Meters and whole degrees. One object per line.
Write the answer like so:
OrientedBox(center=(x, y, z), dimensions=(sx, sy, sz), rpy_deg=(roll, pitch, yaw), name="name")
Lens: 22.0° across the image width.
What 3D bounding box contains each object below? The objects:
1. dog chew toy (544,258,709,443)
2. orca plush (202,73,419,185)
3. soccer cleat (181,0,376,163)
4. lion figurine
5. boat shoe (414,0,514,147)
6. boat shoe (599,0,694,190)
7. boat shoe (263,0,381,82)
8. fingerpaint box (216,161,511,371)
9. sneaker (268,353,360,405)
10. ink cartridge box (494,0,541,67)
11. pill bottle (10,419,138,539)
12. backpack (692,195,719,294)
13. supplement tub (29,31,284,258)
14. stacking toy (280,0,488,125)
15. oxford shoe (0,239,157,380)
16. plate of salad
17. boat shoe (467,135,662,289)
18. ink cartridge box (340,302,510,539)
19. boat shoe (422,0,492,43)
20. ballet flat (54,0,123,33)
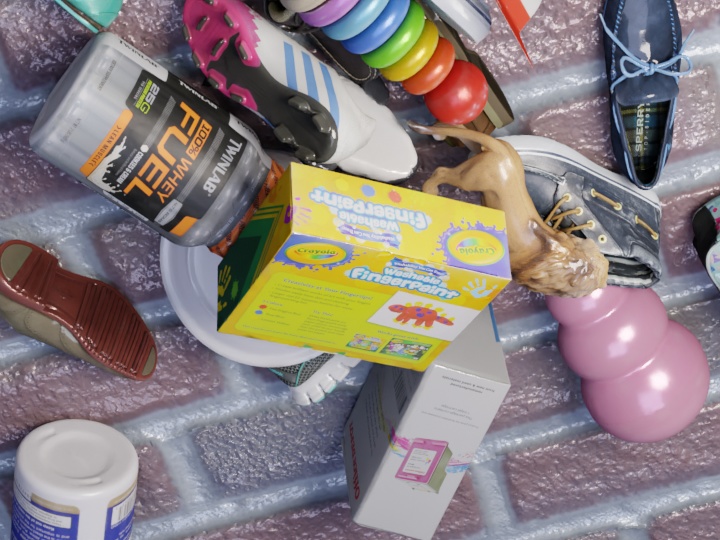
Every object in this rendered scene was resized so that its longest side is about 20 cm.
OrientedBox(center=(0.242, 0.065, 1.736), dimensions=(0.124, 0.125, 0.200), rpy_deg=(-30, 112, 16), name="dog chew toy")
OrientedBox(center=(-0.044, -0.129, 1.619), dimensions=(0.199, 0.106, 0.071), rpy_deg=(19, 160, -4), name="orca plush")
OrientedBox(center=(-0.069, -0.164, 1.560), dimensions=(0.200, 0.086, 0.070), rpy_deg=(47, 125, 18), name="soccer cleat")
OrientedBox(center=(0.126, -0.054, 1.582), dimensions=(0.122, 0.073, 0.200), rpy_deg=(2, 138, 47), name="lion figurine")
OrientedBox(center=(0.057, -0.183, 1.586), dimensions=(0.068, 0.072, 0.200), rpy_deg=(-29, 120, 14), name="boat shoe")
OrientedBox(center=(0.255, -0.163, 1.612), dimensions=(0.084, 0.069, 0.201), rpy_deg=(-11, 123, 4), name="boat shoe")
OrientedBox(center=(-0.052, -0.228, 1.543), dimensions=(0.073, 0.065, 0.200), rpy_deg=(-11, 125, 52), name="boat shoe")
OrientedBox(center=(0.000, 0.000, 1.557), dimensions=(0.199, 0.074, 0.167), rpy_deg=(11, 145, -22), name="fingerpaint box")
OrientedBox(center=(-0.021, 0.038, 1.730), dimensions=(0.091, 0.078, 0.200), rpy_deg=(39, 110, -16), name="sneaker")
OrientedBox(center=(0.101, -0.271, 1.454), dimensions=(0.057, 0.200, 0.163), rpy_deg=(-30, 120, 6), name="ink cartridge box")
OrientedBox(center=(-0.285, 0.259, 1.828), dimensions=(0.119, 0.120, 0.201), rpy_deg=(6, 122, -7), name="pill bottle")
OrientedBox(center=(0.422, -0.013, 1.681), dimensions=(0.199, 0.151, 0.178), rpy_deg=(-30, 119, 10), name="backpack")
OrientedBox(center=(-0.172, -0.103, 1.588), dimensions=(0.199, 0.123, 0.123), rpy_deg=(33, 116, -17), name="supplement tub")
OrientedBox(center=(0.029, -0.191, 1.505), dimensions=(0.085, 0.086, 0.200), rpy_deg=(-39, 121, 20), name="stacking toy")
OrientedBox(center=(-0.276, 0.042, 1.732), dimensions=(0.075, 0.071, 0.200), rpy_deg=(-22, 128, 43), name="oxford shoe")
OrientedBox(center=(-0.084, -0.012, 1.692), dimensions=(0.199, 0.048, 0.201), rpy_deg=(1, 100, 8), name="plate of salad")
OrientedBox(center=(0.188, -0.051, 1.649), dimensions=(0.199, 0.091, 0.071), rpy_deg=(17, 140, -22), name="boat shoe")
OrientedBox(center=(0.058, 0.132, 1.749), dimensions=(0.084, 0.145, 0.201), rpy_deg=(17, 121, -15), name="ink cartridge box")
OrientedBox(center=(0.044, -0.272, 1.484), dimensions=(0.067, 0.074, 0.200), rpy_deg=(-44, 84, 4), name="boat shoe")
OrientedBox(center=(-0.276, -0.276, 1.521), dimensions=(0.200, 0.067, 0.071), rpy_deg=(33, 92, -22), name="ballet flat")
